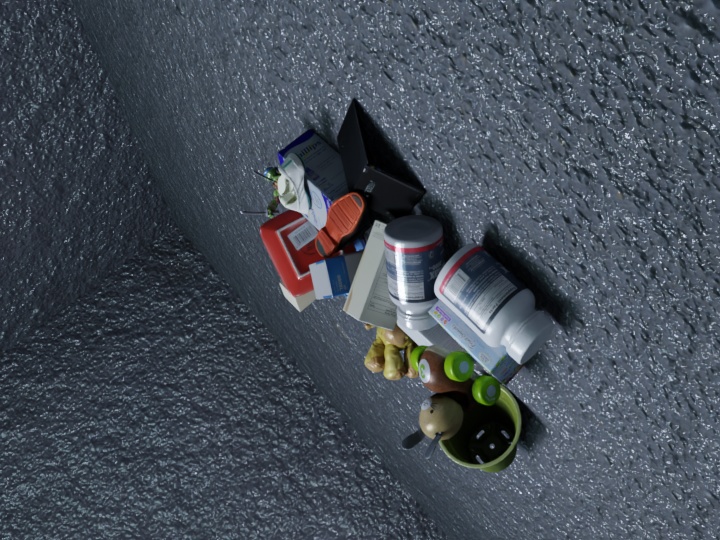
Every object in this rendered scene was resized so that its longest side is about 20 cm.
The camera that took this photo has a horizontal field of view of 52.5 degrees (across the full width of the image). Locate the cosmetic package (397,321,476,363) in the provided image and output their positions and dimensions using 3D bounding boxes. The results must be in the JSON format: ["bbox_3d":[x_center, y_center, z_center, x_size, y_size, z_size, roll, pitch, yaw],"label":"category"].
[{"bbox_3d":[0.177,0.134,1.615,0.200,0.101,0.072,43,162,30],"label":"cosmetic package"}]

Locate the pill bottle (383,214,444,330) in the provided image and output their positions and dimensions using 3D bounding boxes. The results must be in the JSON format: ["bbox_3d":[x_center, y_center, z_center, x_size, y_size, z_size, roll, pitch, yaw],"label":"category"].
[{"bbox_3d":[0.110,0.007,1.436,0.119,0.118,0.205,30,135,49],"label":"pill bottle"}]

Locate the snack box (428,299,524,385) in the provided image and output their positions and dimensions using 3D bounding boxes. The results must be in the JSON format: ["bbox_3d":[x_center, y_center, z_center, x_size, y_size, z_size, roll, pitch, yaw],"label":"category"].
[{"bbox_3d":[0.231,0.133,1.429,0.169,0.068,0.200,45,-179,26],"label":"snack box"}]

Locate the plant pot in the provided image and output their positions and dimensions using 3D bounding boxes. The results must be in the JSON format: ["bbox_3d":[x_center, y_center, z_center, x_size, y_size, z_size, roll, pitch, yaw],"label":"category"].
[{"bbox_3d":[0.293,0.384,1.702,0.199,0.200,0.191,39,171,36],"label":"plant pot"}]

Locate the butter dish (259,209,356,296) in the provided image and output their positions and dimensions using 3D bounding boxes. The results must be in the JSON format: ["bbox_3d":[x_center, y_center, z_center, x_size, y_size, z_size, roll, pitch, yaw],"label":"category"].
[{"bbox_3d":[-0.128,-0.052,1.813,0.203,0.196,0.148,62,169,6],"label":"butter dish"}]

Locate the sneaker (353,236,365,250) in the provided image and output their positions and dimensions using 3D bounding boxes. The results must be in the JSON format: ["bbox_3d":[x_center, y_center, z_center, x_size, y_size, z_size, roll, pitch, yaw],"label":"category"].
[{"bbox_3d":[-0.031,-0.042,1.859,0.066,0.078,0.202,46,160,24],"label":"sneaker"}]

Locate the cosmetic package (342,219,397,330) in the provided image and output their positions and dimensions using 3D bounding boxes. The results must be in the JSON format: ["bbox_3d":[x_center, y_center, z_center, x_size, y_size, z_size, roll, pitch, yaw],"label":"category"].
[{"bbox_3d":[0.050,0.010,1.517,0.104,0.205,0.071,19,-176,-36],"label":"cosmetic package"}]

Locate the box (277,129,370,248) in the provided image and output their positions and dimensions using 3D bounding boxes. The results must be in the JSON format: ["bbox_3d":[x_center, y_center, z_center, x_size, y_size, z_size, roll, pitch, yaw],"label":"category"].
[{"bbox_3d":[-0.081,-0.183,1.671,0.200,0.104,0.186,43,160,30],"label":"box"}]

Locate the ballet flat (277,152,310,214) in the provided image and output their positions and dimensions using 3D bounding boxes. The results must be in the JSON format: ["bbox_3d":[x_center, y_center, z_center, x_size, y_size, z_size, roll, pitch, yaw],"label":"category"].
[{"bbox_3d":[-0.152,-0.177,1.588,0.069,0.069,0.201,45,160,20],"label":"ballet flat"}]

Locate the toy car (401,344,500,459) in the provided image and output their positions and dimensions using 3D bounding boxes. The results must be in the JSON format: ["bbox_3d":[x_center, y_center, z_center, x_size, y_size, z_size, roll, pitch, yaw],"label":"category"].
[{"bbox_3d":[0.149,0.267,1.431,0.157,0.202,0.163,39,164,-20],"label":"toy car"}]

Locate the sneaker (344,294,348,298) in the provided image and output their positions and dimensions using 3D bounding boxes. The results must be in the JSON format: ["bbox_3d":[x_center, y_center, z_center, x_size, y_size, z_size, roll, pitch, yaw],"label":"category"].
[{"bbox_3d":[-0.001,0.029,1.746,0.072,0.194,0.074,-121,37,-54],"label":"sneaker"}]

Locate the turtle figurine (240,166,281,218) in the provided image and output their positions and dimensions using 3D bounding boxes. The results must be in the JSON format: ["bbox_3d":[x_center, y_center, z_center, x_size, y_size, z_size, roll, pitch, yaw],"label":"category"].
[{"bbox_3d":[-0.194,-0.171,1.876,0.191,0.146,0.200,33,-155,1],"label":"turtle figurine"}]

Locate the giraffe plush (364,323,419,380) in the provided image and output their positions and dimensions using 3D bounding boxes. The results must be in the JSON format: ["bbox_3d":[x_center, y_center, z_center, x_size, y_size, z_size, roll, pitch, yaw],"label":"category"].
[{"bbox_3d":[0.096,0.152,1.831,0.164,0.167,0.205,104,161,-56],"label":"giraffe plush"}]

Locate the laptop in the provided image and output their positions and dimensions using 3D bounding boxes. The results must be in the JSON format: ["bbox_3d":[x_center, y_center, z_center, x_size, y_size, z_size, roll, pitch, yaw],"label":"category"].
[{"bbox_3d":[0.035,-0.214,1.472,0.196,0.118,0.187,24,163,-5],"label":"laptop"}]

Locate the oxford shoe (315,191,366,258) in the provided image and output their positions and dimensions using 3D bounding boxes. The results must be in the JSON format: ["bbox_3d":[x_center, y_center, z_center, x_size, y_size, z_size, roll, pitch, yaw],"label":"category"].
[{"bbox_3d":[-0.031,-0.106,1.553,0.072,0.072,0.200,55,140,11],"label":"oxford shoe"}]

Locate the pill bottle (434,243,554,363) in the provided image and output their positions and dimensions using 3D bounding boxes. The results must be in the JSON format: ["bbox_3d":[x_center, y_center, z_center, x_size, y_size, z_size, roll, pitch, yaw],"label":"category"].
[{"bbox_3d":[0.235,0.060,1.274,0.200,0.119,0.121,44,161,25],"label":"pill bottle"}]

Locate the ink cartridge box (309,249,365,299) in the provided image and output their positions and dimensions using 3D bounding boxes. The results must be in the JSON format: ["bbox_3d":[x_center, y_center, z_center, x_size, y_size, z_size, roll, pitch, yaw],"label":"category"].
[{"bbox_3d":[0.000,0.000,1.628,0.144,0.195,0.087,166,90,-72],"label":"ink cartridge box"}]

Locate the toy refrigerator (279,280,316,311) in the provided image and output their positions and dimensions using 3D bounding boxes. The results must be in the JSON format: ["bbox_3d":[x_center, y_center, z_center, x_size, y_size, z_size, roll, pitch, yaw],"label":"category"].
[{"bbox_3d":[-0.117,0.010,1.969,0.076,0.199,0.071,39,160,33],"label":"toy refrigerator"}]
